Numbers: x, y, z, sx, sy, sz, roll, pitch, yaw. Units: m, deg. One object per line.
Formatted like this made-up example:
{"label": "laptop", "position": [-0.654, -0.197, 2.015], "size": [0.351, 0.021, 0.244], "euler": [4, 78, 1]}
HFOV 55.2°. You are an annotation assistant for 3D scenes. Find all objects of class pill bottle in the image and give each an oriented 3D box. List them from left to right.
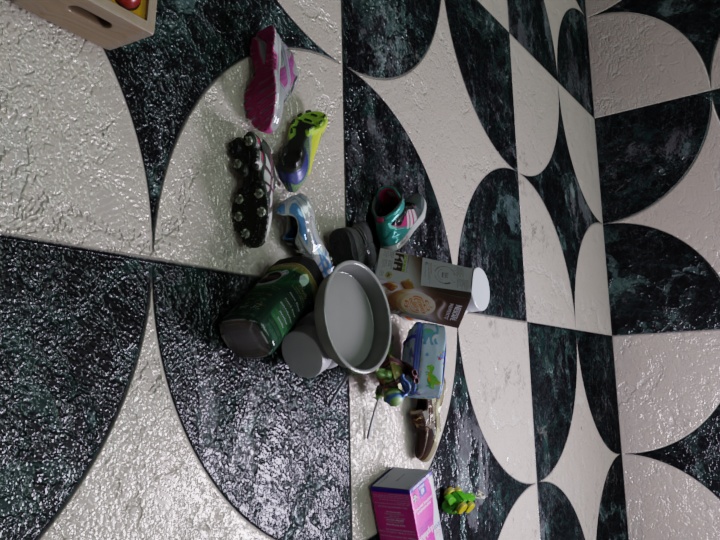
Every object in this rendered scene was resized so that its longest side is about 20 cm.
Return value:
{"label": "pill bottle", "position": [-0.054, 0.116, 1.291], "size": [0.200, 0.109, 0.111], "euler": [-34, 111, -53]}
{"label": "pill bottle", "position": [0.185, 0.052, 1.569], "size": [0.114, 0.198, 0.116], "euler": [14, 72, -53]}

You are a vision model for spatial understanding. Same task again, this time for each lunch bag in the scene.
{"label": "lunch bag", "position": [0.134, 0.195, 1.490], "size": [0.200, 0.081, 0.163], "euler": [106, -8, -80]}

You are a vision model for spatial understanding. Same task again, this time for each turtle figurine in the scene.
{"label": "turtle figurine", "position": [0.016, 0.205, 1.407], "size": [0.143, 0.200, 0.195], "euler": [25, 40, -26]}

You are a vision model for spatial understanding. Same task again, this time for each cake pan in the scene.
{"label": "cake pan", "position": [-0.014, 0.084, 1.228], "size": [0.199, 0.036, 0.203], "euler": [21, 63, -50]}

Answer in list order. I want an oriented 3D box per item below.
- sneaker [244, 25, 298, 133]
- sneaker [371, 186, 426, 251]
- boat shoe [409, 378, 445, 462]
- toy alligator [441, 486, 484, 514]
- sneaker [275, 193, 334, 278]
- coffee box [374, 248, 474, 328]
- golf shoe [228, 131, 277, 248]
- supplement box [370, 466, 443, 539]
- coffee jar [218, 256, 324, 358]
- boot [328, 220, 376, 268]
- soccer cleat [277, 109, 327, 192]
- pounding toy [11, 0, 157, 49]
{"label": "sneaker", "position": [-0.152, -0.341, 1.262], "size": [0.088, 0.081, 0.203], "euler": [22, 67, -50]}
{"label": "sneaker", "position": [0.085, -0.148, 1.574], "size": [0.201, 0.083, 0.122], "euler": [-57, 138, -42]}
{"label": "boat shoe", "position": [0.144, 0.335, 1.585], "size": [0.071, 0.072, 0.203], "euler": [16, 79, -21]}
{"label": "toy alligator", "position": [0.247, 0.572, 1.692], "size": [0.054, 0.059, 0.199], "euler": [-54, 144, 10]}
{"label": "sneaker", "position": [-0.104, -0.048, 1.300], "size": [0.072, 0.072, 0.202], "euler": [-29, 119, -17]}
{"label": "coffee box", "position": [0.123, 0.038, 1.421], "size": [0.115, 0.197, 0.080], "euler": [100, 2, -53]}
{"label": "golf shoe", "position": [-0.173, -0.138, 1.200], "size": [0.088, 0.076, 0.203], "euler": [7, 78, -62]}
{"label": "supplement box", "position": [0.101, 0.531, 1.442], "size": [0.101, 0.102, 0.203], "euler": [-18, 100, -56]}
{"label": "coffee jar", "position": [-0.145, 0.057, 1.174], "size": [0.200, 0.103, 0.086], "euler": [-52, 124, -45]}
{"label": "boot", "position": [0.000, 0.000, 1.434], "size": [0.131, 0.069, 0.203], "euler": [-20, 106, -63]}
{"label": "soccer cleat", "position": [-0.112, -0.234, 1.334], "size": [0.084, 0.064, 0.201], "euler": [89, 15, -49]}
{"label": "pounding toy", "position": [-0.363, -0.405, 0.905], "size": [0.199, 0.141, 0.187], "euler": [15, 74, -55]}
